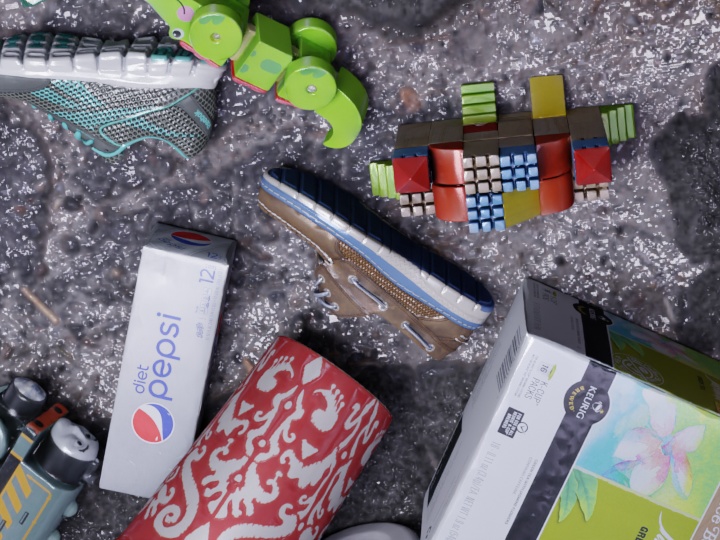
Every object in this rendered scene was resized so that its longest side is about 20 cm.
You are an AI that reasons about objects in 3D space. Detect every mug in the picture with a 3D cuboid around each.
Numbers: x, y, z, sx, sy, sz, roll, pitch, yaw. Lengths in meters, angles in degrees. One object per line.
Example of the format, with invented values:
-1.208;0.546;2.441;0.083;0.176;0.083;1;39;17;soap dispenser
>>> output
-0.080;0.161;1.351;0.133;0.177;0.201;36;80;-7;mug

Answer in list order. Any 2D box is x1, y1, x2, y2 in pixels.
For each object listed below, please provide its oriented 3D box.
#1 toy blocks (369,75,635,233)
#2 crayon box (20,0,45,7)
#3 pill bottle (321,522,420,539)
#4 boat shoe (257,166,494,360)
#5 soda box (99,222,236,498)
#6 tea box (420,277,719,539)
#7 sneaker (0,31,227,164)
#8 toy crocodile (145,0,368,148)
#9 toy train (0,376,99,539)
0.099;-0.070;1.272;0.198;0.137;0.101;-5;107;6;toy blocks
-0.168;-0.280;1.267;0.198;0.058;0.120;-21;105;10;crayon box
0.022;0.309;1.408;0.112;0.113;0.202;-15;106;9;pill bottle
0.000;0.000;1.335;0.199;0.072;0.073;34;108;-6;boat shoe
-0.147;0.071;1.371;0.067;0.064;0.202;12;108;-1;soda box
0.170;0.148;1.336;0.195;0.134;0.202;22;107;-3;tea box
-0.196;-0.122;1.312;0.197;0.078;0.092;4;111;4;sneaker
-0.075;-0.157;1.280;0.199;0.068;0.062;28;124;-23;toy crocodile
-0.280;0.180;1.396;0.114;0.085;0.201;36;109;4;toy train
